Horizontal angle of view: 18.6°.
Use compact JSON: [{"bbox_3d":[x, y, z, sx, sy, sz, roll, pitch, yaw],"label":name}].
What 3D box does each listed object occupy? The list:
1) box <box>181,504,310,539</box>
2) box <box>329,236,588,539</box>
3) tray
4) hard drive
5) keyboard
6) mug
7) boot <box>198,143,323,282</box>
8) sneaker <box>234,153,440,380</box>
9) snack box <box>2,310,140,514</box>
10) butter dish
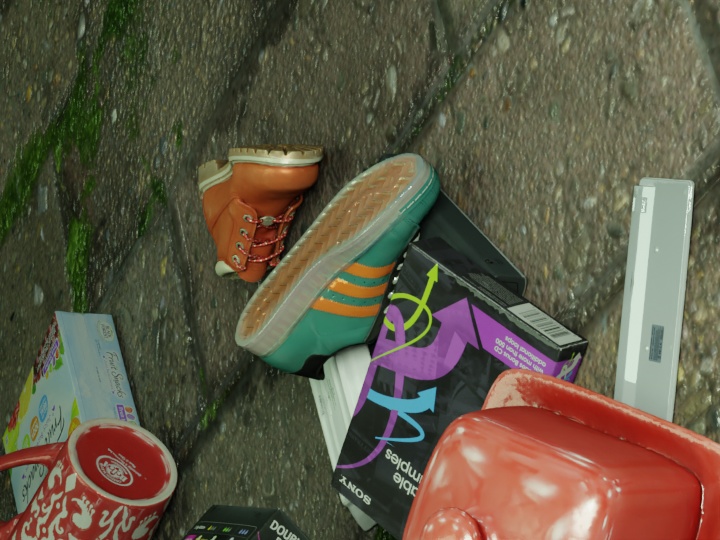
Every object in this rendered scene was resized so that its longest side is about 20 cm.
[{"bbox_3d":[-0.100,0.290,1.604,0.200,0.149,0.124,-48,17,-23],"label":"box"},{"bbox_3d":[0.062,0.098,1.478,0.143,0.036,0.200,35,121,34],"label":"box"},{"bbox_3d":[-0.014,0.090,1.648,0.107,0.022,0.200,128,129,-64],"label":"tray"},{"bbox_3d":[0.045,0.020,1.578,0.200,0.033,0.140,50,131,54],"label":"hard drive"},{"bbox_3d":[0.177,0.044,1.342,0.056,0.011,0.200,9,95,58],"label":"keyboard"},{"bbox_3d":[-0.274,0.236,2.039,0.133,0.177,0.200,-93,27,-50],"label":"mug"},{"bbox_3d":[-0.078,-0.047,1.798,0.200,0.075,0.107,155,113,-69],"label":"boot"},{"bbox_3d":[0.000,0.000,1.570,0.200,0.080,0.071,-45,28,26],"label":"sneaker"},{"bbox_3d":[-0.287,0.168,2.179,0.200,0.068,0.169,-62,35,41],"label":"snack box"},{"bbox_3d":[0.092,0.165,1.280,0.200,0.148,0.200,21,94,42],"label":"butter dish"}]
